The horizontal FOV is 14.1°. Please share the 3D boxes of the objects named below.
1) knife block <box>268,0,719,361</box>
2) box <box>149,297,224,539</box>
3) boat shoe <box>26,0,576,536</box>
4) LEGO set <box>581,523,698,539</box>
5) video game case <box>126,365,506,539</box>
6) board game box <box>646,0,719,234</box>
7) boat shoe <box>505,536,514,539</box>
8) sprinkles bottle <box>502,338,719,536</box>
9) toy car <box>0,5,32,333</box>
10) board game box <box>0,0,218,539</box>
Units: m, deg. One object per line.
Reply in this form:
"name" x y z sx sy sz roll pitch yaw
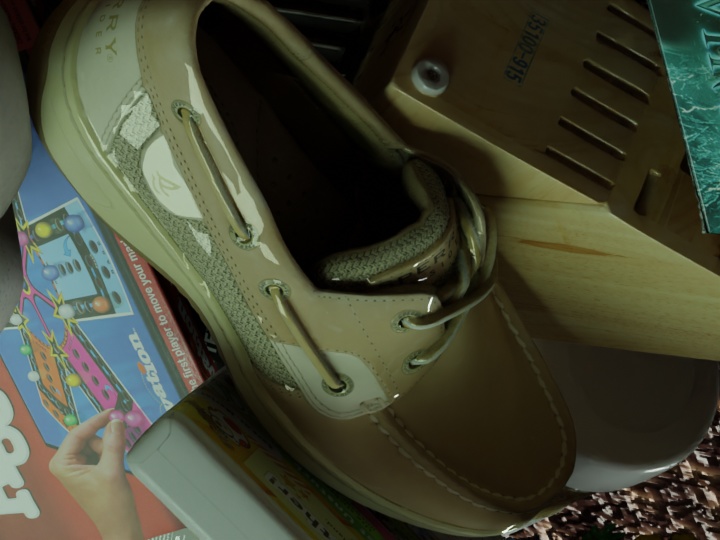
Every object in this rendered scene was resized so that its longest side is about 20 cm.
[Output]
"knife block" 0.030 -0.021 0.832 0.200 0.064 0.176 29 153 -9
"box" -0.112 0.059 1.009 0.160 0.049 0.200 19 123 13
"boat shoe" 0.000 0.000 0.749 0.065 0.072 0.200 -6 134 47
"LEGO set" 0.151 0.090 0.844 0.200 0.116 0.154 36 110 -30
"video game case" 0.028 0.101 0.813 0.200 0.023 0.182 45 -171 1
"board game box" 0.124 -0.080 0.649 0.135 0.028 0.200 7 138 27
"boat shoe" 0.040 0.143 1.007 0.084 0.069 0.200 59 -177 7
"sprinkles bottle" 0.038 0.056 0.953 0.068 0.068 0.200 32 152 -14
"toy car" -0.182 -0.045 0.753 0.175 0.150 0.200 -10 159 -12
"board game box" -0.112 0.001 0.873 0.103 0.019 0.200 -17 116 14
